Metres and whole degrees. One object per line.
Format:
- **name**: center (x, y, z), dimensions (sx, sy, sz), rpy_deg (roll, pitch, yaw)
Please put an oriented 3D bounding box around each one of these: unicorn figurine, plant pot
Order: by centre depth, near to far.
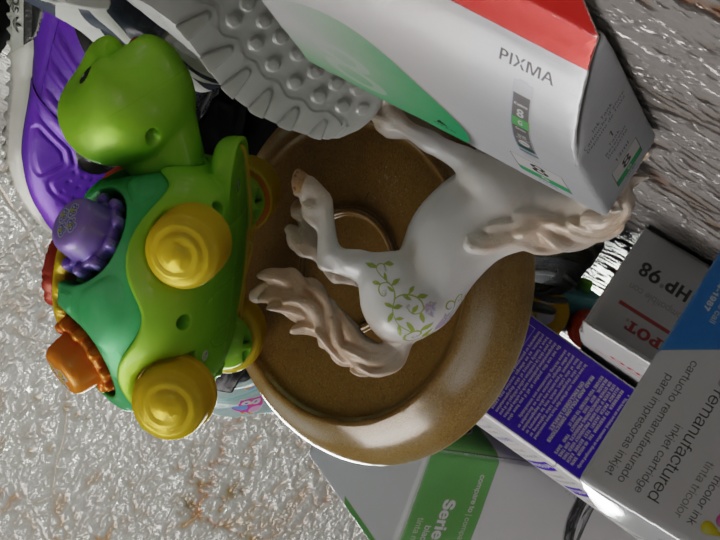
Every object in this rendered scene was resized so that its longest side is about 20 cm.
- **unicorn figurine**: center (0.046, -0.029, 1.155), dimensions (0.137, 0.200, 0.074), rpy_deg (45, -154, 18)
- **plant pot**: center (0.000, 0.000, 1.240), dimensions (0.200, 0.200, 0.027), rpy_deg (28, -164, 36)

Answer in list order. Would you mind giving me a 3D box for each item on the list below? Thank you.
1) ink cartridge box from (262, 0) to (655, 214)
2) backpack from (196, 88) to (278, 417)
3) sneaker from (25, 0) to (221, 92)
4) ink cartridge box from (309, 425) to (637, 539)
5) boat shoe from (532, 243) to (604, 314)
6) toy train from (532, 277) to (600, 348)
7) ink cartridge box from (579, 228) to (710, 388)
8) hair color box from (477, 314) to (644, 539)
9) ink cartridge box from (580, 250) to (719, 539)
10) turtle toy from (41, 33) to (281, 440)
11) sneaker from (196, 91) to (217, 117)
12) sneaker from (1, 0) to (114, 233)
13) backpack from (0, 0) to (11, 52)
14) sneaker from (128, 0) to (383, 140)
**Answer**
- **ink cartridge box**: center (0.026, -0.101, 0.970), dimensions (0.161, 0.050, 0.200), rpy_deg (30, 176, 21)
- **backpack**: center (-0.051, -0.012, 1.383), dimensions (0.167, 0.200, 0.127), rpy_deg (29, 174, 26)
- **sneaker**: center (-0.135, -0.149, 1.254), dimensions (0.199, 0.080, 0.130), rpy_deg (22, 167, -3)
- **ink cartridge box**: center (0.091, 0.121, 1.473), dimensions (0.200, 0.084, 0.146), rpy_deg (11, -161, -25)
- **boat shoe**: center (0.085, -0.014, 1.310), dimensions (0.074, 0.065, 0.202), rpy_deg (32, 176, 8)
- **toy train**: center (0.080, -0.011, 1.482), dimensions (0.200, 0.056, 0.150), rpy_deg (21, -167, 23)
- **ink cartridge box**: center (0.181, 0.044, 1.285), dimensions (0.116, 0.067, 0.200), rpy_deg (32, 175, 10)
- **hair color box**: center (0.107, 0.076, 1.318), dimensions (0.200, 0.065, 0.109), rpy_deg (37, 175, -1)
- **ink cartridge box**: center (0.220, 0.089, 1.061), dimensions (0.200, 0.145, 0.085), rpy_deg (30, 173, 17)
- **turtle toy**: center (-0.103, -0.016, 1.189), dimensions (0.101, 0.200, 0.146), rpy_deg (8, -164, 9)
- **sneaker**: center (-0.080, -0.105, 1.485), dimensions (0.082, 0.075, 0.200), rpy_deg (19, 179, 30)
- **sneaker**: center (-0.144, -0.098, 1.366), dimensions (0.099, 0.200, 0.070), rpy_deg (18, -147, 32)
- **backpack**: center (-0.299, -0.192, 1.406), dimensions (0.200, 0.153, 0.176), rpy_deg (14, 164, 46)
- **sneaker**: center (-0.070, -0.137, 1.126), dimensions (0.200, 0.076, 0.081), rpy_deg (38, -176, -17)
